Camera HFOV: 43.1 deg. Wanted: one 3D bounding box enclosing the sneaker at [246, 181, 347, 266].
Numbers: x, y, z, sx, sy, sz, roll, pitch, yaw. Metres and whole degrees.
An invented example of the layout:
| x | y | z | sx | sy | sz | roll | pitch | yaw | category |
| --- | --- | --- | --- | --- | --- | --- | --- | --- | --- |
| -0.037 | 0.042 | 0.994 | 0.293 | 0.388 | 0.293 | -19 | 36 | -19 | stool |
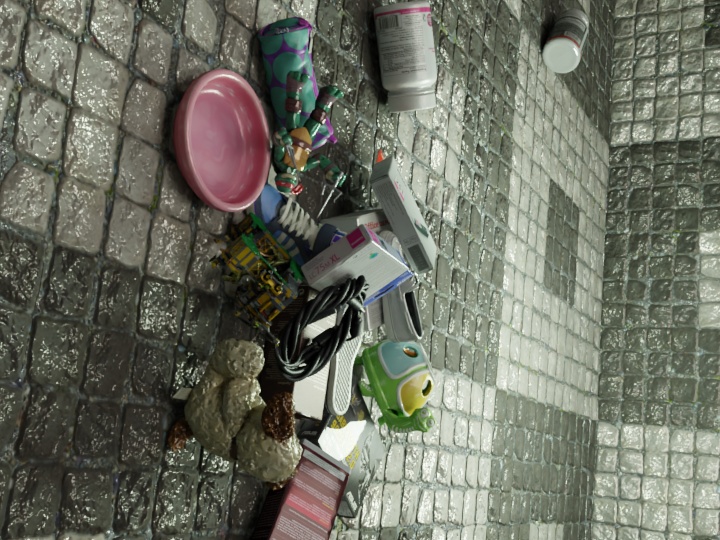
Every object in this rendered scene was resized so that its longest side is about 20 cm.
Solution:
| x | y | z | sx | sy | sz | roll | pitch | yaw | category |
| --- | --- | --- | --- | --- | --- | --- | --- | --- | --- |
| -0.080 | -0.066 | 1.438 | 0.201 | 0.144 | 0.081 | 63 | 39 | -41 | sneaker |

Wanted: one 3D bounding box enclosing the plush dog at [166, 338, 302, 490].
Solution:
| x | y | z | sx | sy | sz | roll | pitch | yaw | category |
| --- | --- | --- | --- | --- | --- | --- | --- | --- | --- |
| -0.156 | 0.220 | 1.255 | 0.160 | 0.170 | 0.202 | -45 | 151 | -36 | plush dog |

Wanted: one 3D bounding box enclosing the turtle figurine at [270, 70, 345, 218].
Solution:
| x | y | z | sx | sy | sz | roll | pitch | yaw | category |
| --- | --- | --- | --- | --- | --- | --- | --- | --- | --- |
| -0.092 | -0.191 | 1.395 | 0.149 | 0.099 | 0.204 | 18 | 81 | -52 | turtle figurine |

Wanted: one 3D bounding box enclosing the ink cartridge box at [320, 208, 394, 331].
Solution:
| x | y | z | sx | sy | sz | roll | pitch | yaw | category |
| --- | --- | --- | --- | --- | --- | --- | --- | --- | --- |
| 0.005 | -0.004 | 1.652 | 0.145 | 0.083 | 0.204 | -18 | 104 | -60 | ink cartridge box |

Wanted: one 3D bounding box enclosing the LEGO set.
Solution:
| x | y | z | sx | sy | sz | roll | pitch | yaw | category |
| --- | --- | --- | --- | --- | --- | --- | --- | --- | --- |
| -0.165 | 0.015 | 1.321 | 0.154 | 0.116 | 0.201 | 46 | 10 | -21 | LEGO set |

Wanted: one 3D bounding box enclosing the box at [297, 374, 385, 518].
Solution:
| x | y | z | sx | sy | sz | roll | pitch | yaw | category |
| --- | --- | --- | --- | --- | --- | --- | --- | --- | --- |
| -0.030 | 0.311 | 1.618 | 0.159 | 0.048 | 0.202 | -57 | 137 | -44 | box |

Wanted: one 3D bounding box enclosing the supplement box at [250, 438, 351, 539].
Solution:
| x | y | z | sx | sy | sz | roll | pitch | yaw | category |
| --- | --- | --- | --- | --- | --- | --- | --- | --- | --- |
| -0.097 | 0.385 | 1.448 | 0.108 | 0.061 | 0.202 | 37 | 53 | -23 | supplement box |

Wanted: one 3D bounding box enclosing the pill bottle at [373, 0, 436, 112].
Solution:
| x | y | z | sx | sy | sz | roll | pitch | yaw | category |
| --- | --- | --- | --- | --- | --- | --- | --- | --- | --- |
| 0.091 | -0.417 | 1.789 | 0.113 | 0.112 | 0.204 | -26 | 112 | -58 | pill bottle |

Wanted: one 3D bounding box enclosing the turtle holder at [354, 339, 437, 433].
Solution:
| x | y | z | sx | sy | sz | roll | pitch | yaw | category |
| --- | --- | --- | --- | --- | --- | --- | --- | --- | --- |
| 0.069 | 0.203 | 1.657 | 0.186 | 0.130 | 0.143 | -103 | 170 | -72 | turtle holder |

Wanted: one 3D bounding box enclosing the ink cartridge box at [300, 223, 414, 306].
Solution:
| x | y | z | sx | sy | sz | roll | pitch | yaw | category |
| --- | --- | --- | --- | --- | --- | --- | --- | --- | --- |
| 0.000 | 0.000 | 1.431 | 0.042 | 0.119 | 0.200 | 61 | 13 | 26 | ink cartridge box |

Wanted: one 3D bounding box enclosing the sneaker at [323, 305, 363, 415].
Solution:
| x | y | z | sx | sy | sz | roll | pitch | yaw | category |
| --- | --- | --- | --- | --- | --- | --- | --- | --- | --- |
| -0.051 | 0.142 | 1.551 | 0.078 | 0.078 | 0.203 | 35 | 61 | -49 | sneaker |

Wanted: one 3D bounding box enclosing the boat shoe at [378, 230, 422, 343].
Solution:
| x | y | z | sx | sy | sz | roll | pitch | yaw | category |
| --- | --- | --- | --- | --- | --- | --- | --- | --- | --- |
| 0.072 | 0.029 | 1.614 | 0.072 | 0.068 | 0.204 | -10 | 96 | -61 | boat shoe |

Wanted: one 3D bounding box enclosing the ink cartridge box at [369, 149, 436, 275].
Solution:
| x | y | z | sx | sy | sz | roll | pitch | yaw | category |
| --- | --- | --- | --- | --- | --- | --- | --- | --- | --- |
| 0.084 | -0.117 | 1.684 | 0.202 | 0.043 | 0.174 | 62 | 20 | -21 | ink cartridge box |

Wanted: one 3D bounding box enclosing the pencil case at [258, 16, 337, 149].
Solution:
| x | y | z | sx | sy | sz | roll | pitch | yaw | category |
| --- | --- | --- | --- | --- | --- | --- | --- | --- | --- |
| -0.101 | -0.297 | 1.464 | 0.085 | 0.091 | 0.203 | -63 | 144 | -62 | pencil case |

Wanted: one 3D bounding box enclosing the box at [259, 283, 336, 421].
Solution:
| x | y | z | sx | sy | sz | roll | pitch | yaw | category |
| --- | --- | --- | --- | --- | --- | --- | --- | --- | --- |
| -0.100 | 0.134 | 1.476 | 0.100 | 0.074 | 0.204 | 33 | 59 | -56 | box |

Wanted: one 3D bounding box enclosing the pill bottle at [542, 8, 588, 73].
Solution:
| x | y | z | sx | sy | sz | roll | pitch | yaw | category |
| --- | --- | --- | --- | --- | --- | --- | --- | --- | --- |
| 0.622 | -0.693 | 2.740 | 0.201 | 0.114 | 0.117 | -62 | 139 | -41 | pill bottle |

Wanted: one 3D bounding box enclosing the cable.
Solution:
| x | y | z | sx | sy | sz | roll | pitch | yaw | category |
| --- | --- | --- | --- | --- | --- | --- | --- | --- | --- |
| -0.053 | 0.087 | 1.371 | 0.199 | 0.051 | 0.164 | -22 | 147 | -48 | cable |

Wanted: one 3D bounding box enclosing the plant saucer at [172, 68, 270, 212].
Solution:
| x | y | z | sx | sy | sz | roll | pitch | yaw | category |
| --- | --- | --- | --- | --- | --- | --- | --- | --- | --- |
| -0.205 | -0.185 | 1.318 | 0.200 | 0.050 | 0.204 | 5 | 84 | -61 | plant saucer |
